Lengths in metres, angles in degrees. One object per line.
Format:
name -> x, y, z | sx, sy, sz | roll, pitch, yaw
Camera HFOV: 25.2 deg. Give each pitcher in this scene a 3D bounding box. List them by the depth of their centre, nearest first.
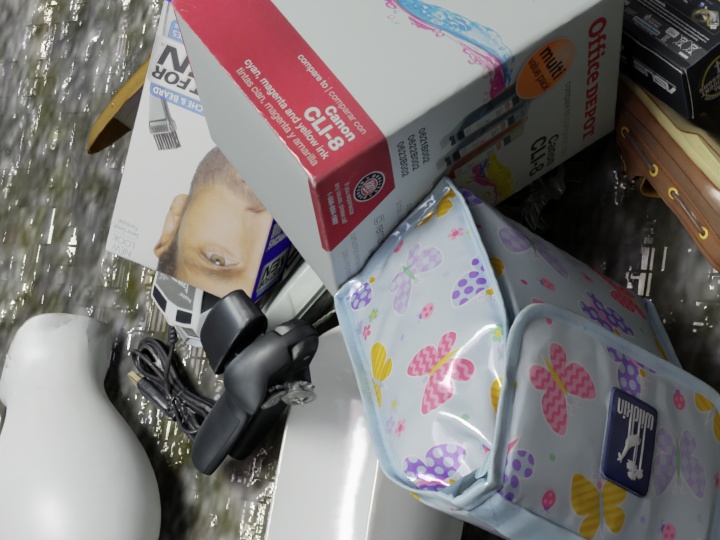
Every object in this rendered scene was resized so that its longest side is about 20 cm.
pitcher -> -0.224, 0.159, 1.191 | 0.172, 0.121, 0.200 | -58, 37, 38

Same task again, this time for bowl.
bowl -> 0.007, 0.134, 0.988 | 0.200, 0.075, 0.200 | 158, 122, -68

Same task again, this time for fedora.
fedora -> -0.109, -0.130, 1.159 | 0.082, 0.201, 0.201 | 46, 113, -5

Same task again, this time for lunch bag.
lunch bag -> 0.096, 0.071, 0.827 | 0.127, 0.169, 0.200 | -46, 32, 24

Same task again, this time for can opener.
can opener -> -0.072, 0.083, 1.066 | 0.079, 0.063, 0.200 | 64, 156, 24

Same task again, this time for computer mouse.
computer mouse -> -0.114, 0.016, 1.154 | 0.110, 0.044, 0.200 | 35, 120, 44

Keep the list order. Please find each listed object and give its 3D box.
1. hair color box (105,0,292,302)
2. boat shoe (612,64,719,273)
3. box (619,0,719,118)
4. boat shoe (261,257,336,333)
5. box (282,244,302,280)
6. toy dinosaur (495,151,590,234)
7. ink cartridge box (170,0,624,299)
hair color box -> -0.085, -0.089, 1.036 | 0.109, 0.065, 0.200 | 22, 115, 11
boat shoe -> 0.178, -0.075, 0.946 | 0.200, 0.072, 0.068 | 56, 128, 40
box -> 0.180, -0.196, 0.945 | 0.161, 0.049, 0.200 | -40, 53, -10
boat shoe -> 0.000, 0.000, 1.066 | 0.064, 0.071, 0.200 | 42, 106, -7
box -> -0.012, -0.098, 1.127 | 0.200, 0.035, 0.110 | -51, 53, 17
toy dinosaur -> 0.060, -0.069, 0.985 | 0.136, 0.102, 0.200 | 35, 104, 10
ink cartridge box -> 0.025, -0.112, 0.891 | 0.200, 0.145, 0.145 | -34, 64, -11
